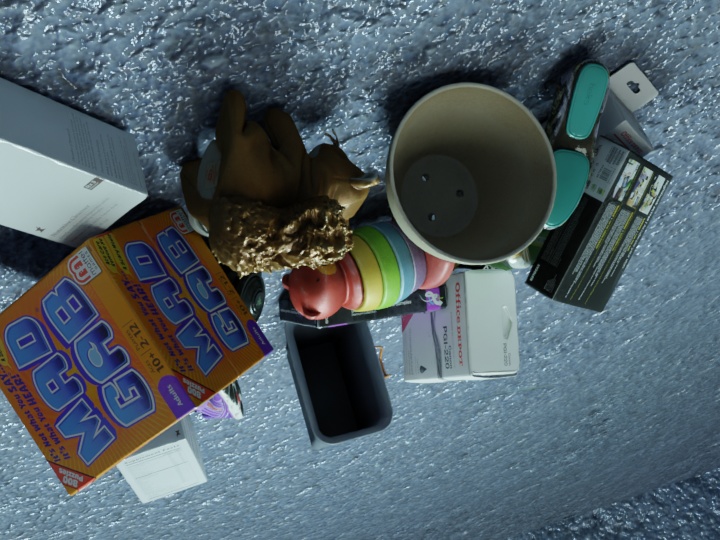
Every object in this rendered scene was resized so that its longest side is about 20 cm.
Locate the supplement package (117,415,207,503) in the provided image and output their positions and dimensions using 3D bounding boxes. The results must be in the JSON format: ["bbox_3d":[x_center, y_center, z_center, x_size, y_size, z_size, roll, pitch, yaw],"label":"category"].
[{"bbox_3d":[-0.311,0.257,1.615,0.112,0.111,0.201,-17,152,-8],"label":"supplement package"}]

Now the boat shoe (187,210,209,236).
[{"bbox_3d":[-0.103,-0.055,1.241,0.197,0.077,0.060,0,-177,-39],"label":"boat shoe"}]

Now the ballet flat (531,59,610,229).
[{"bbox_3d":[0.244,-0.150,1.265,0.071,0.071,0.204,9,100,-45],"label":"ballet flat"}]

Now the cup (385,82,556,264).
[{"bbox_3d":[0.111,-0.099,1.241,0.197,0.204,0.143,-14,176,-14],"label":"cup"}]

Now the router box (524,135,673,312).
[{"bbox_3d":[0.300,-0.052,1.330,0.148,0.051,0.203,13,106,-52],"label":"router box"}]

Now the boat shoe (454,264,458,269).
[{"bbox_3d":[0.041,-0.010,1.457,0.196,0.072,0.069,-8,171,-25],"label":"boat shoe"}]

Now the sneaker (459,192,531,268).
[{"bbox_3d":[0.164,-0.052,1.348,0.086,0.201,0.077,-14,114,8],"label":"sneaker"}]

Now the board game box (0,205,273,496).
[{"bbox_3d":[-0.256,0.082,1.175,0.199,0.202,0.200,-34,180,23],"label":"board game box"}]

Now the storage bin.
[{"bbox_3d":[-0.036,0.163,1.578,0.143,0.203,0.135,-12,162,-17],"label":"storage bin"}]

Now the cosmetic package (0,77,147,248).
[{"bbox_3d":[-0.315,-0.101,1.015,0.112,0.082,0.199,-34,151,27],"label":"cosmetic package"}]

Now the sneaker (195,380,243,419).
[{"bbox_3d":[-0.224,0.183,1.588,0.082,0.082,0.201,-13,152,-5],"label":"sneaker"}]

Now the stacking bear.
[{"bbox_3d":[0.000,0.000,1.333,0.197,0.122,0.115,-20,151,-28],"label":"stacking bear"}]

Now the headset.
[{"bbox_3d":[-0.156,0.017,1.306,0.201,0.123,0.094,-48,154,0],"label":"headset"}]

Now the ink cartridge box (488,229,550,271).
[{"bbox_3d":[0.237,-0.050,1.441,0.197,0.049,0.145,-10,-166,-26],"label":"ink cartridge box"}]

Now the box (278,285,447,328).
[{"bbox_3d":[0.001,0.046,1.477,0.197,0.037,0.142,-9,-175,-26],"label":"box"}]

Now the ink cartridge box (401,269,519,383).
[{"bbox_3d":[0.137,0.083,1.516,0.083,0.149,0.199,0,172,-27],"label":"ink cartridge box"}]

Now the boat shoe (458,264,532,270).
[{"bbox_3d":[0.192,-0.026,1.531,0.196,0.064,0.073,-11,152,-19],"label":"boat shoe"}]

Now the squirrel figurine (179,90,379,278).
[{"bbox_3d":[-0.071,-0.070,1.117,0.184,0.202,0.142,9,136,-31],"label":"squirrel figurine"}]

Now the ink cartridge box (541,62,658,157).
[{"bbox_3d":[0.294,-0.164,1.358,0.199,0.068,0.115,-35,150,22],"label":"ink cartridge box"}]
